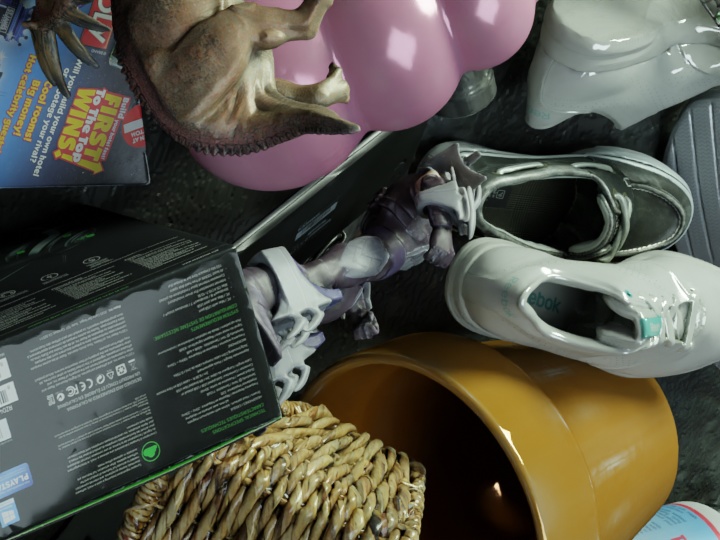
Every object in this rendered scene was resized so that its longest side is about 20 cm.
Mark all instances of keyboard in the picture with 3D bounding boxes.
[{"bbox_3d":[-0.036,-0.016,1.345,0.200,0.021,0.127,-39,161,-37],"label":"keyboard"}]

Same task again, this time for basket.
[{"bbox_3d":[-0.068,0.167,1.348,0.148,0.143,0.201,24,108,-4],"label":"basket"}]

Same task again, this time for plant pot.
[{"bbox_3d":[0.086,0.120,1.455,0.183,0.199,0.202,-21,125,-44],"label":"plant pot"}]

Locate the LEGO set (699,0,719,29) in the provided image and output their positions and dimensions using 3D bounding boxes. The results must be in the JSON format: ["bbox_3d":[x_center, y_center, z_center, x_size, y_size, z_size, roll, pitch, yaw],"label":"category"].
[{"bbox_3d":[0.247,-0.204,1.383,0.154,0.116,0.201,-39,100,-38],"label":"LEGO set"}]

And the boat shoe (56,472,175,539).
[{"bbox_3d":[-0.129,0.164,1.394,0.200,0.071,0.064,-45,131,2],"label":"boat shoe"}]

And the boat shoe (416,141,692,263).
[{"bbox_3d":[0.125,-0.031,1.455,0.199,0.071,0.073,2,111,-34],"label":"boat shoe"}]

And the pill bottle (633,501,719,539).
[{"bbox_3d":[0.187,0.212,1.616,0.199,0.109,0.110,-11,119,-32],"label":"pill bottle"}]

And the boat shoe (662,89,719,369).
[{"bbox_3d":[0.238,-0.031,1.563,0.071,0.072,0.201,-42,133,-41],"label":"boat shoe"}]

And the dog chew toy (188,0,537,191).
[{"bbox_3d":[-0.002,-0.119,1.268,0.198,0.125,0.125,-19,127,4],"label":"dog chew toy"}]

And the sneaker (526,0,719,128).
[{"bbox_3d":[0.178,-0.123,1.463,0.199,0.075,0.089,-7,134,-32],"label":"sneaker"}]

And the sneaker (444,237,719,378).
[{"bbox_3d":[0.149,0.027,1.386,0.199,0.088,0.076,5,96,-28],"label":"sneaker"}]

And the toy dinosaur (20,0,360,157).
[{"bbox_3d":[-0.086,-0.106,1.149,0.135,0.200,0.086,-29,157,-21],"label":"toy dinosaur"}]

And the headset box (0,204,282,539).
[{"bbox_3d":[-0.166,0.046,1.221,0.173,0.200,0.094,-23,108,-26],"label":"headset box"}]

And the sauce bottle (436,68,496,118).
[{"bbox_3d":[0.033,-0.175,1.334,0.066,0.066,0.201,-33,130,-17],"label":"sauce bottle"}]

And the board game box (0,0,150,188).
[{"bbox_3d":[-0.177,-0.119,1.211,0.199,0.062,0.201,14,103,-42],"label":"board game box"}]

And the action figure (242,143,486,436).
[{"bbox_3d":[0.000,0.000,1.308,0.200,0.069,0.130,-36,167,-37],"label":"action figure"}]
